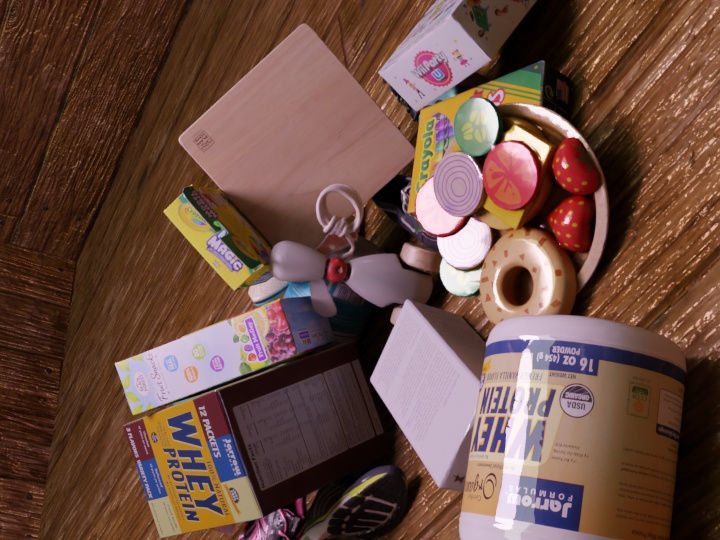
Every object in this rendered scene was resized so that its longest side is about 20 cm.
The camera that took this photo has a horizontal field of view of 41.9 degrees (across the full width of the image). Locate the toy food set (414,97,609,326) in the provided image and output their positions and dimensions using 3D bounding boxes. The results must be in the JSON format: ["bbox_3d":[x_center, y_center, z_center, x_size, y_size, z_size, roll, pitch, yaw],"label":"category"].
[{"bbox_3d":[0.133,-0.052,0.853,0.198,0.049,0.200,39,124,35],"label":"toy food set"}]

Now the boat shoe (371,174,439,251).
[{"bbox_3d":[0.065,-0.070,1.085,0.073,0.063,0.200,-68,25,8],"label":"boat shoe"}]

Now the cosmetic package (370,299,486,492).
[{"bbox_3d":[0.087,0.118,0.906,0.102,0.071,0.200,-66,25,15],"label":"cosmetic package"}]

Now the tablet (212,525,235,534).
[{"bbox_3d":[-0.165,0.225,1.189,0.014,0.130,0.201,7,71,30],"label":"tablet"}]

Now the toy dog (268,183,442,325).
[{"bbox_3d":[0.000,0.000,1.041,0.132,0.200,0.096,-57,14,-3],"label":"toy dog"}]

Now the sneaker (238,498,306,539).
[{"bbox_3d":[-0.108,0.340,1.197,0.095,0.079,0.201,-25,53,45],"label":"sneaker"}]

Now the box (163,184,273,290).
[{"bbox_3d":[-0.146,-0.036,1.047,0.048,0.117,0.200,-42,-2,3],"label":"box"}]

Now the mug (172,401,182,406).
[{"bbox_3d":[-0.182,0.191,1.332,0.185,0.152,0.115,-98,33,-73],"label":"mug"}]

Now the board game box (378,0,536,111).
[{"bbox_3d":[0.124,-0.277,0.996,0.200,0.064,0.147,-53,14,-26],"label":"board game box"}]

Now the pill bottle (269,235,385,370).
[{"bbox_3d":[-0.046,0.054,1.189,0.200,0.111,0.111,-65,25,17],"label":"pill bottle"}]

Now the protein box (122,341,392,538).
[{"bbox_3d":[-0.115,0.188,1.051,0.198,0.200,0.135,-24,84,44],"label":"protein box"}]

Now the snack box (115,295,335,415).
[{"bbox_3d":[-0.146,0.092,1.063,0.169,0.199,0.068,-1,-109,-77],"label":"snack box"}]

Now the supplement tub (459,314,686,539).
[{"bbox_3d":[0.148,0.143,0.668,0.144,0.144,0.201,-17,59,62],"label":"supplement tub"}]

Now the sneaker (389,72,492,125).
[{"bbox_3d":[0.081,-0.202,1.128,0.080,0.071,0.200,-67,26,3],"label":"sneaker"}]

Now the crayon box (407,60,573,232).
[{"bbox_3d":[0.118,-0.120,0.963,0.200,0.051,0.127,-15,61,47],"label":"crayon box"}]

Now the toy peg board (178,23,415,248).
[{"bbox_3d":[-0.074,-0.147,1.126,0.200,0.199,0.098,-42,8,1],"label":"toy peg board"}]

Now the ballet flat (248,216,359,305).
[{"bbox_3d":[-0.083,-0.028,1.249,0.067,0.062,0.200,-2,29,49],"label":"ballet flat"}]

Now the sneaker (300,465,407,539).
[{"bbox_3d":[-0.014,0.255,1.041,0.200,0.074,0.081,-47,32,42],"label":"sneaker"}]
